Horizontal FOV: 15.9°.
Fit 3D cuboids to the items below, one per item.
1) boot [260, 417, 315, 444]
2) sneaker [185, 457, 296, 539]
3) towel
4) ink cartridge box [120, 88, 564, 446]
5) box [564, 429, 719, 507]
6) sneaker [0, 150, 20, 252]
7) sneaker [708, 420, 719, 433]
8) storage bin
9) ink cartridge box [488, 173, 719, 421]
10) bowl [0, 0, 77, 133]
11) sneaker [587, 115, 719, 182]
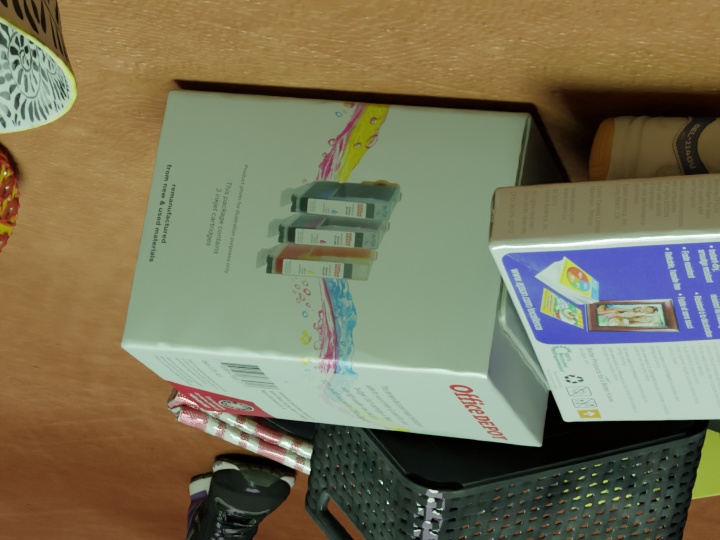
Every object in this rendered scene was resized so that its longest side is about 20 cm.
[{"bbox_3d":[-0.039,0.061,1.717,0.198,0.074,0.162,22,163,-20],"label":"boot"},{"bbox_3d":[-0.109,0.222,2.275,0.075,0.088,0.200,13,163,-11],"label":"sneaker"},{"bbox_3d":[-0.030,0.118,1.665,0.199,0.030,0.146,23,176,-4],"label":"towel"},{"bbox_3d":[0.000,0.000,1.357,0.199,0.145,0.145,6,164,16],"label":"ink cartridge box"},{"bbox_3d":[0.229,0.120,1.680,0.199,0.050,0.075,-4,177,-34],"label":"box"},{"bbox_3d":[-0.260,-0.061,1.478,0.077,0.073,0.200,26,170,31],"label":"sneaker"},{"bbox_3d":[0.284,0.078,1.613,0.199,0.070,0.078,12,175,0],"label":"sneaker"},{"bbox_3d":[0.082,0.108,1.475,0.199,0.094,0.135,-10,-145,-28],"label":"storage bin"},{"bbox_3d":[0.179,0.017,1.269,0.199,0.044,0.198,-1,151,16],"label":"ink cartridge box"},{"bbox_3d":[-0.211,-0.137,1.110,0.200,0.095,0.201,10,164,3],"label":"bowl"},{"bbox_3d":[0.196,-0.020,1.304,0.088,0.076,0.200,-5,160,35],"label":"sneaker"}]
